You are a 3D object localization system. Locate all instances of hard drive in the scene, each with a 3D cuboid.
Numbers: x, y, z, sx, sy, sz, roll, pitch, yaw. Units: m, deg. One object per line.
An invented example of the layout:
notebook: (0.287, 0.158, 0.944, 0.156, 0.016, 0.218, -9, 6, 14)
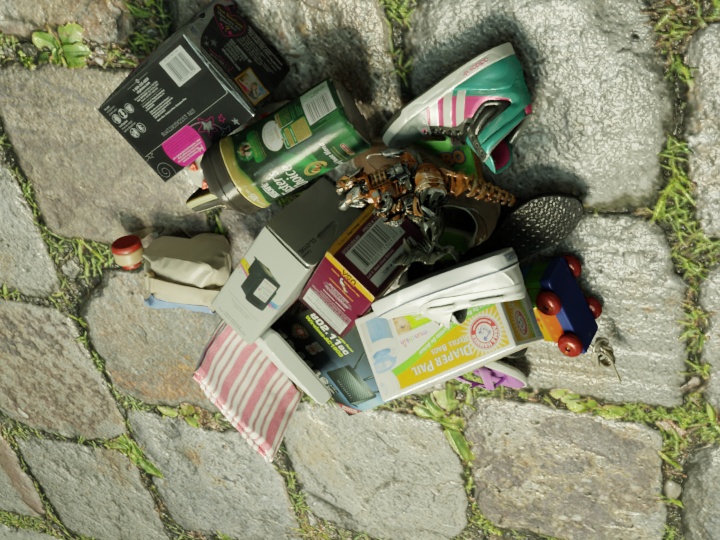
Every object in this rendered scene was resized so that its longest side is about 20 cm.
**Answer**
hard drive: (-0.121, 0.122, 1.636, 0.132, 0.026, 0.200, 50, 170, -20)

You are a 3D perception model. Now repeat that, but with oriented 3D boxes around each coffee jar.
coffee jar: (-0.091, -0.145, 1.335, 0.198, 0.087, 0.104, -27, 161, 14)

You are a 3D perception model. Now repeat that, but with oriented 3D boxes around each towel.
towel: (-0.170, 0.179, 1.712, 0.030, 0.147, 0.201, -22, 117, 34)

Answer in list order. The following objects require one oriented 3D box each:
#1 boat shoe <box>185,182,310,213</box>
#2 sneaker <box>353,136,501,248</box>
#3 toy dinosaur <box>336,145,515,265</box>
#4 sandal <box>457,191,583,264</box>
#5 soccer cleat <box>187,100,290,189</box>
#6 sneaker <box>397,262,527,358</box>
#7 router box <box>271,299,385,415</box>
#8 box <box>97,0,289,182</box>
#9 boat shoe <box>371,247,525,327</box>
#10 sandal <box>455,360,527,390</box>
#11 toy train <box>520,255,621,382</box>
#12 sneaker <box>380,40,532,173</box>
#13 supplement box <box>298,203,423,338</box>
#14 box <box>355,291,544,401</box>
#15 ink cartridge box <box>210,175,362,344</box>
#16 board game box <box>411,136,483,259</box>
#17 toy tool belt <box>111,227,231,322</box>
boat shoe: (-0.154, -0.106, 1.496, 0.198, 0.073, 0.065, -16, 116, 37)
sneaker: (0.075, -0.096, 1.345, 0.197, 0.076, 0.071, 24, 137, 6)
toy dinosaur: (0.071, -0.076, 1.273, 0.197, 0.102, 0.139, -1, 90, 29)
sandal: (0.194, -0.048, 1.381, 0.075, 0.045, 0.199, 36, 133, -18)
soccer cleat: (-0.139, -0.171, 1.441, 0.197, 0.078, 0.070, -25, 107, 19)
sneaker: (0.137, 0.056, 1.503, 0.198, 0.075, 0.089, 34, 155, -5)
router box: (-0.017, 0.112, 1.628, 0.149, 0.062, 0.200, -26, 114, 41)
box: (-0.209, -0.229, 1.385, 0.199, 0.115, 0.132, -28, 112, 40)
boat shoe: (0.099, 0.034, 1.279, 0.198, 0.073, 0.066, -20, 93, 38)
sandal: (0.148, 0.137, 1.524, 0.201, 0.051, 0.082, 27, 167, -35)
toy train: (0.254, 0.076, 1.447, 0.114, 0.085, 0.202, -4, 128, 43)
sneaker: (0.121, -0.160, 1.274, 0.199, 0.083, 0.122, -31, 86, 38)
supplement box: (0.000, 0.000, 1.429, 0.086, 0.110, 0.200, 43, 158, 3)
box: (0.111, 0.074, 1.374, 0.198, 0.101, 0.114, -26, 79, 28)
ink cartridge box: (-0.098, -0.014, 1.492, 0.083, 0.146, 0.200, 43, 136, 3)
board game box: (0.111, -0.098, 1.397, 0.094, 0.030, 0.202, 3, 133, 25)
toy tool belt: (-0.273, 0.018, 1.639, 0.197, 0.125, 0.125, 6, 124, 24)
